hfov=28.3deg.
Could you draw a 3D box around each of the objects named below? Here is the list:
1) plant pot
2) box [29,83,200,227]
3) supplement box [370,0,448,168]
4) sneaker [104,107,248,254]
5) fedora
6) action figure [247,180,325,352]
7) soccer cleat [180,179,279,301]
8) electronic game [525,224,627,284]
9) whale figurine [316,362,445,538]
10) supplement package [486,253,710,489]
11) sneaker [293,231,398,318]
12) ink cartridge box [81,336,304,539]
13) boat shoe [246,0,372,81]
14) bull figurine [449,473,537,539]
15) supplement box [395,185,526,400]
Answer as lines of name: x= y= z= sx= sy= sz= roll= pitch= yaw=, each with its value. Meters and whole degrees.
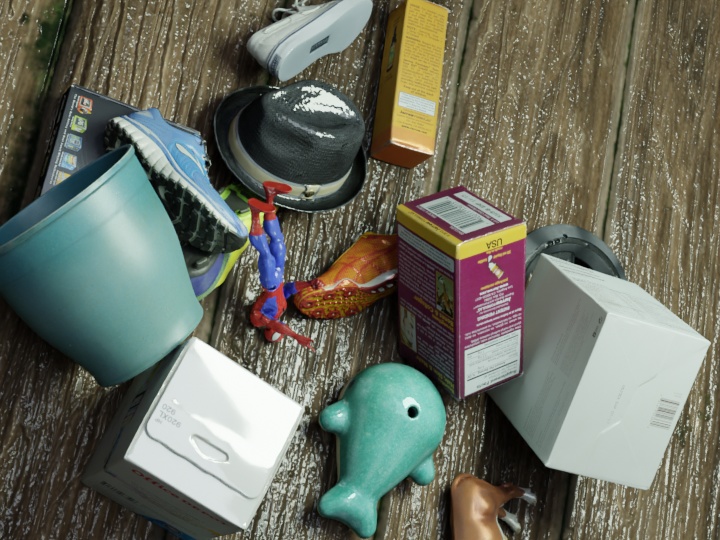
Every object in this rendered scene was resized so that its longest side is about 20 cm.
plant pot: x=-0.263 y=0.005 z=1.461 sx=0.200 sy=0.199 sz=0.189 roll=-42 pitch=107 yaw=-27
box: x=-0.279 y=-0.086 z=1.595 sx=0.159 sy=0.049 sz=0.203 roll=21 pitch=70 yaw=-22
supplement box: x=0.062 y=-0.236 z=1.781 sx=0.068 sy=0.066 sz=0.203 roll=12 pitch=73 yaw=-21
sneaker: x=-0.187 y=-0.106 z=1.562 sx=0.200 sy=0.079 sz=0.089 roll=48 pitch=53 yaw=8
fedora: x=-0.067 y=-0.164 z=1.661 sx=0.198 sy=0.092 sz=0.203 roll=17 pitch=50 yaw=-22
action figure: x=-0.077 y=0.008 z=1.590 sx=0.098 sy=0.202 sz=0.065 roll=19 pitch=41 yaw=18
soccer cleat: x=-0.158 y=-0.035 z=1.636 sx=0.064 sy=0.084 sz=0.200 roll=26 pitch=45 yaw=14
electronic game: x=0.258 y=0.042 z=1.814 sx=0.197 sy=0.042 sz=0.203 roll=2 pitch=84 yaw=-23
whale figurine: x=0.025 y=0.201 z=1.632 sx=0.158 sy=0.104 sz=0.202 roll=33 pitch=66 yaw=-14
supplement package: x=0.274 y=0.116 z=1.678 sx=0.145 sy=0.200 sz=0.194 roll=16 pitch=105 yaw=-21
sneaker: x=0.000 y=0.000 z=1.703 sx=0.198 sy=0.073 sz=0.078 roll=-22 pitch=63 yaw=-30
ink cartridge box: x=-0.177 y=0.182 z=1.489 sx=0.146 sy=0.200 sz=0.146 roll=33 pitch=66 yaw=-14
boat shoe: x=-0.069 y=-0.300 z=1.734 sx=0.086 sy=0.075 sz=0.202 roll=36 pitch=48 yaw=16
bull figurine: x=0.148 y=0.341 z=1.677 sx=0.120 sy=0.065 sz=0.203 roll=8 pitch=76 yaw=-27
supplement box: x=0.116 y=0.024 z=1.654 sx=0.102 sy=0.131 sz=0.203 roll=-17 pitch=122 yaw=-28
